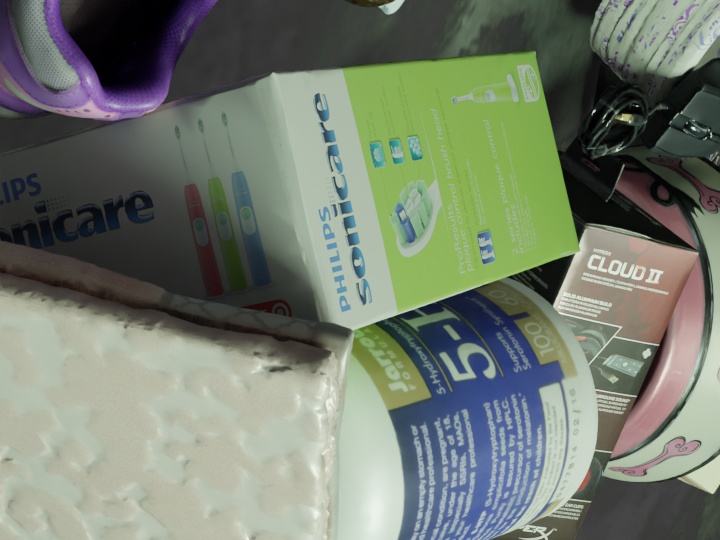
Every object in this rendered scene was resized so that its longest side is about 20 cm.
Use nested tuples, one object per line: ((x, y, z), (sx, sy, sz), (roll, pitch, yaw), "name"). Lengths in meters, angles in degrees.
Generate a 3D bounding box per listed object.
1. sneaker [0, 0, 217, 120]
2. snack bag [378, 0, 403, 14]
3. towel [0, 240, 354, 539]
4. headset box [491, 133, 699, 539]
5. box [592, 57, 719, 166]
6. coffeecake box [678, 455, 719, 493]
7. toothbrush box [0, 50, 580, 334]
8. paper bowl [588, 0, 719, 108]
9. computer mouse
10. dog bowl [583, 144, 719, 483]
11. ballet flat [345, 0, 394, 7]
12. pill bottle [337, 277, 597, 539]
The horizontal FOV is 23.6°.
((-0.061, -0.129, 0.517), (0.080, 0.088, 0.200), (15, 102, -39), "sneaker")
((0.053, -0.228, 0.747), (0.189, 0.021, 0.200), (-51, 154, -25), "snack bag")
((-0.099, 0.072, 0.559), (0.032, 0.191, 0.200), (-67, 167, -49), "towel")
((0.087, 0.025, 0.918), (0.075, 0.149, 0.200), (12, 108, -26), "headset box")
((0.216, -0.114, 1.168), (0.199, 0.050, 0.200), (-45, 152, -33), "box")
((0.217, 0.054, 1.181), (0.154, 0.073, 0.200), (-55, -168, -4), "coffeecake box")
((-0.029, -0.020, 0.623), (0.200, 0.145, 0.086), (-14, 92, -60), "toothbrush box")
((0.208, -0.187, 0.961), (0.201, 0.104, 0.201), (-39, 167, -11), "paper bowl")
((0.162, -0.077, 0.889), (0.059, 0.034, 0.200), (-48, 165, 27), "computer mouse")
((0.140, 0.023, 0.996), (0.074, 0.200, 0.200), (6, 112, -41), "dog bowl")
((-0.006, -0.167, 0.619), (0.070, 0.065, 0.200), (-23, 150, 1), "ballet flat")
((-0.003, 0.074, 0.742), (0.200, 0.120, 0.120), (-13, 128, -43), "pill bottle")
